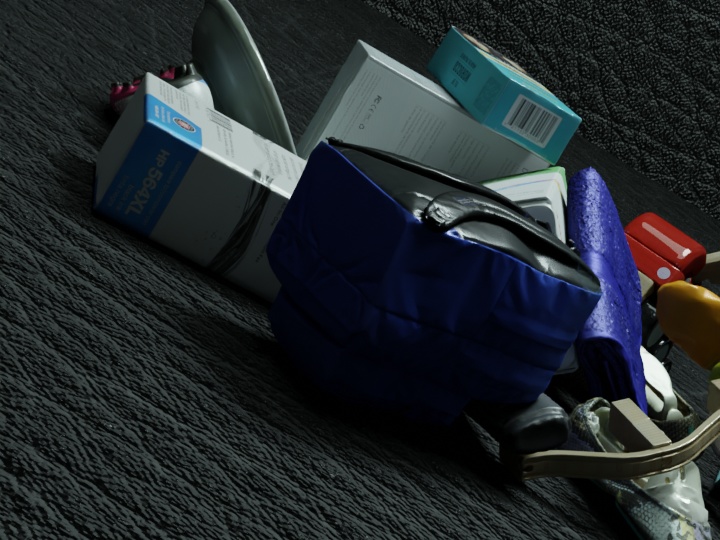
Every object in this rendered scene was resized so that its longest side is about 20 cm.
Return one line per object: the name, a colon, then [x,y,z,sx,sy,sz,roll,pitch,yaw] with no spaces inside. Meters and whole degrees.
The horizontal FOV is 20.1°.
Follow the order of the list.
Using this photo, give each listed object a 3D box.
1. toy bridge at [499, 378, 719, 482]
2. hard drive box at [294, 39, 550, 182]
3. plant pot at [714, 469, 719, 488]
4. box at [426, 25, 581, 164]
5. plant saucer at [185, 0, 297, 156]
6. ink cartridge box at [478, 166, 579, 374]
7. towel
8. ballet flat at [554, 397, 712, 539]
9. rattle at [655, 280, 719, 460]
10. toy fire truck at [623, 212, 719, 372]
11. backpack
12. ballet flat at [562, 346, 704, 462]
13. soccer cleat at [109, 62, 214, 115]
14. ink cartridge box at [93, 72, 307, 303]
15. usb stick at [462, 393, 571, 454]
toy bridge: [0.202,0.120,1.460,0.199,0.027,0.067,-11,31,-21]
hard drive box: [0.048,-0.091,1.853,0.200,0.156,0.077,29,11,-15]
plant pot: [0.434,0.186,1.758,0.200,0.141,0.141,40,14,7]
box: [0.128,-0.161,1.842,0.082,0.049,0.200,27,12,-21]
plant saucer: [-0.109,-0.137,1.746,0.200,0.050,0.201,157,-90,-79]
ink cartridge box: [0.138,0.000,1.706,0.087,0.146,0.200,-9,9,9]
towel: [0.206,0.030,1.672,0.148,0.049,0.200,71,14,-45]
ballet flat: [0.210,0.154,1.492,0.072,0.072,0.200,22,16,-36]
rattle: [0.307,0.120,1.633,0.143,0.130,0.200,47,45,-38]
toy fire truck: [0.300,0.007,1.886,0.129,0.200,0.176,36,-17,22]
backpack: [0.049,0.015,1.398,0.200,0.168,0.163,15,22,-36]
ballet flat: [0.233,0.090,1.763,0.068,0.075,0.200,-21,40,-20]
soccer cleat: [-0.166,-0.126,1.717,0.200,0.070,0.087,-160,-128,-75]
ink cartridge box: [-0.094,-0.052,1.524,0.200,0.084,0.146,29,13,-14]
usb stick: [0.094,0.087,1.474,0.055,0.033,0.200,-10,18,-15]
